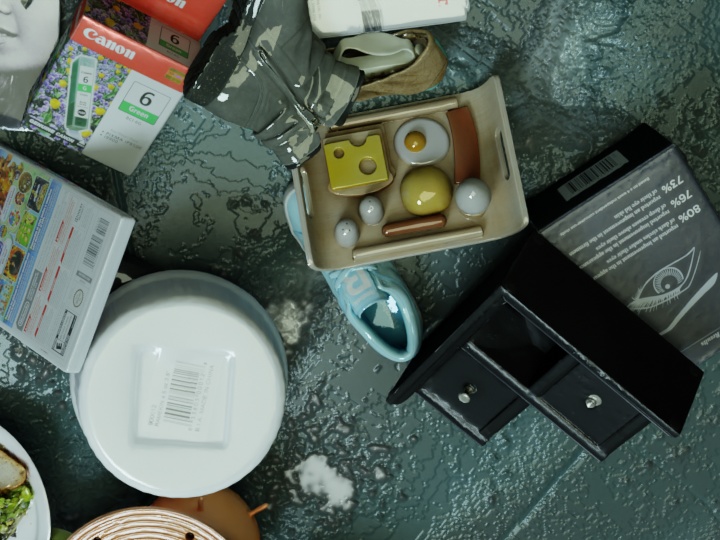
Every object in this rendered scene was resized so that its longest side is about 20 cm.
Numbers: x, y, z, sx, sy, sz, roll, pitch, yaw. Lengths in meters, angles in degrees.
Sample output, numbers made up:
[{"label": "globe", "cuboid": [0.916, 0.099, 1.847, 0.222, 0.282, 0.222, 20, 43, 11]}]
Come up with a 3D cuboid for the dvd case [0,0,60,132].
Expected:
[{"label": "dvd case", "cuboid": [-0.341, -0.226, 1.228, 0.148, 0.016, 0.201, 4, 105, -5]}]

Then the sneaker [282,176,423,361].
[{"label": "sneaker", "cuboid": [0.000, 0.000, 1.281, 0.074, 0.082, 0.200, -37, 105, 6]}]

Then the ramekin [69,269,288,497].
[{"label": "ramekin", "cuboid": [-0.159, 0.104, 1.228, 0.200, 0.098, 0.201, -1, 97, -10]}]

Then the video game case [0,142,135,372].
[{"label": "video game case", "cuboid": [-0.288, -0.016, 1.214, 0.200, 0.018, 0.144, 28, 100, 35]}]

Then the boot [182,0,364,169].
[{"label": "boot", "cuboid": [-0.048, -0.193, 1.157, 0.130, 0.068, 0.200, 29, 104, -23]}]

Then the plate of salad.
[{"label": "plate of salad", "cuboid": [-0.382, 0.232, 1.308, 0.199, 0.048, 0.201, 3, 97, 21]}]

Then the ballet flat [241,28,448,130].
[{"label": "ballet flat", "cuboid": [-0.021, -0.176, 1.220, 0.199, 0.072, 0.068, -10, 62, 1]}]

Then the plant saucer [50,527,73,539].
[{"label": "plant saucer", "cuboid": [-0.273, 0.343, 1.320, 0.200, 0.031, 0.201, 19, 120, 36]}]

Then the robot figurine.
[{"label": "robot figurine", "cuboid": [-0.174, 0.277, 1.316, 0.144, 0.117, 0.200, 40, 118, -3]}]

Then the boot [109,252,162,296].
[{"label": "boot", "cuboid": [-0.244, 0.059, 1.286, 0.200, 0.066, 0.165, 23, 91, -16]}]

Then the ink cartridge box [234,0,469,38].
[{"label": "ink cartridge box", "cuboid": [-0.014, -0.281, 1.198, 0.199, 0.084, 0.146, -7, 106, 0]}]

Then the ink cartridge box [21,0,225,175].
[{"label": "ink cartridge box", "cuboid": [-0.200, -0.182, 1.185, 0.109, 0.050, 0.200, 25, 129, -21]}]

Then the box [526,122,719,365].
[{"label": "box", "cuboid": [0.265, -0.010, 1.285, 0.148, 0.104, 0.200, -32, 106, 6]}]

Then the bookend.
[{"label": "bookend", "cuboid": [0.162, 0.103, 1.252, 0.199, 0.092, 0.200, 40, 133, -3]}]

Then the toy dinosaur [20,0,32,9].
[{"label": "toy dinosaur", "cuboid": [-0.229, -0.312, 1.185, 0.200, 0.047, 0.088, -32, 117, 2]}]

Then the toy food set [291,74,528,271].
[{"label": "toy food set", "cuboid": [0.039, -0.089, 1.238, 0.199, 0.060, 0.144, -10, 77, -1]}]

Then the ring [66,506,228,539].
[{"label": "ring", "cuboid": [-0.189, 0.307, 1.241, 0.200, 0.019, 0.201, 0, 100, -1]}]
